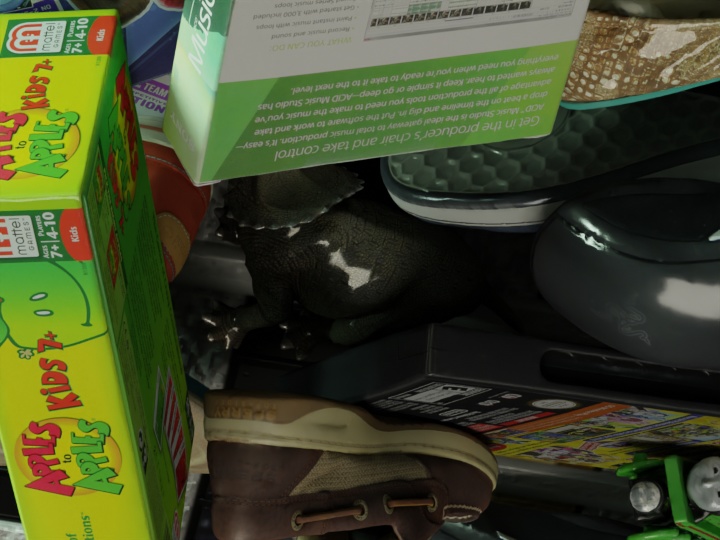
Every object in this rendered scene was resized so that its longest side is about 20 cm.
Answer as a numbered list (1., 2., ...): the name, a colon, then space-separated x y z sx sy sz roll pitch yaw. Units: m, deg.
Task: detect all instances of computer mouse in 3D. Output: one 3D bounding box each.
1. computer mouse: 0.057 0.160 1.259 0.198 0.046 0.141 14 144 4
2. computer mouse: 0.165 -0.013 0.921 0.198 0.046 0.141 4 136 -3

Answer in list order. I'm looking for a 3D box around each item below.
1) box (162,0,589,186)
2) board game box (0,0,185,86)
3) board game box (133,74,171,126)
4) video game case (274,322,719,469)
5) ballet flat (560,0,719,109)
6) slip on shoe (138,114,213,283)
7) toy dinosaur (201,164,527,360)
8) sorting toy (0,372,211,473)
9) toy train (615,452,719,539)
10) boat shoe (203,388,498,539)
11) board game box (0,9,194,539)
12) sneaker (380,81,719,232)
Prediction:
1. box: 0.018 -0.123 0.848 0.143 0.036 0.201 -9 133 -26
2. board game box: -0.052 -0.133 0.882 0.199 0.035 0.136 -17 140 5
3. board game box: -0.164 -0.056 1.026 0.152 0.041 0.200 19 140 -19
4. video game case: 0.077 0.055 1.076 0.179 0.026 0.200 9 169 -18
5. ballet flat: 0.150 -0.105 0.916 0.199 0.071 0.066 -12 126 14
6. slip on shoe: -0.156 -0.021 0.988 0.198 0.062 0.074 -1 144 8
7. toy dinosaur: 0.000 0.000 1.055 0.199 0.077 0.102 32 149 -27
8. sorting toy: -0.144 0.048 1.105 0.184 0.037 0.200 -1 161 33
9. toy train: 0.159 0.107 1.149 0.056 0.042 0.200 -12 167 15
10. boat shoe: -0.004 0.096 1.057 0.072 0.073 0.200 0 170 25
11. board game box: -0.099 0.020 0.911 0.047 0.102 0.201 -2 130 5
12. sneaker: 0.117 -0.014 1.024 0.201 0.077 0.147 -6 139 11
